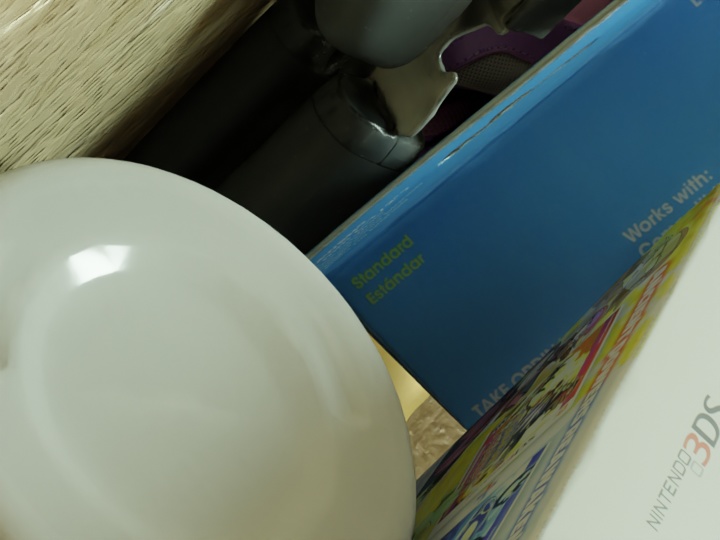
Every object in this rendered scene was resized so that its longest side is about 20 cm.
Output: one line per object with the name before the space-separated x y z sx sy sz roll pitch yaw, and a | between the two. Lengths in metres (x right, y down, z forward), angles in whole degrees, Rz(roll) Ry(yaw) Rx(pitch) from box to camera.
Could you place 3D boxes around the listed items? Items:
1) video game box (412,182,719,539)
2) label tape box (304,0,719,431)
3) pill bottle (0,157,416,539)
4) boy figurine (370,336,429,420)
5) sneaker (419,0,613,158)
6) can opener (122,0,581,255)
video game box | 0.014 0.087 0.625 0.182 0.047 0.200 -49 -178 33
label tape box | 0.079 -0.021 0.736 0.143 0.066 0.200 -40 171 19
pill bottle | -0.087 0.077 0.644 0.200 0.120 0.120 -45 177 42
boy figurine | 0.000 0.000 0.927 0.064 0.125 0.200 2 177 -1
sneaker | 0.036 -0.062 0.811 0.088 0.081 0.200 -37 171 -10
can opener | -0.021 -0.042 0.682 0.200 0.054 0.067 -44 145 22
